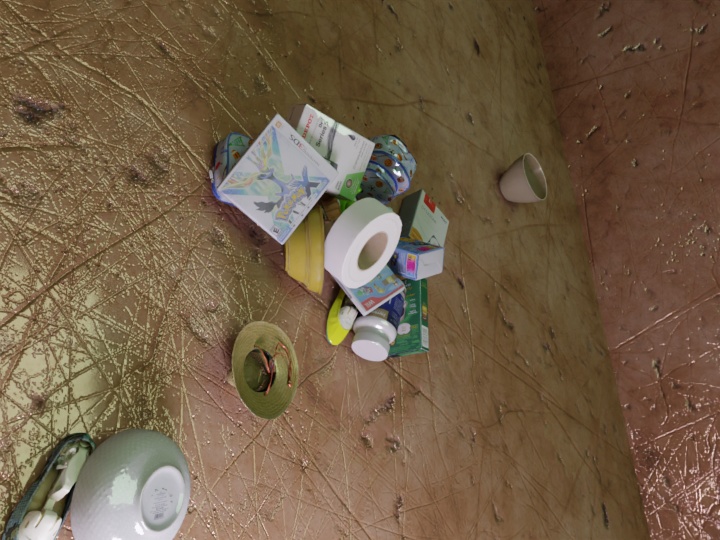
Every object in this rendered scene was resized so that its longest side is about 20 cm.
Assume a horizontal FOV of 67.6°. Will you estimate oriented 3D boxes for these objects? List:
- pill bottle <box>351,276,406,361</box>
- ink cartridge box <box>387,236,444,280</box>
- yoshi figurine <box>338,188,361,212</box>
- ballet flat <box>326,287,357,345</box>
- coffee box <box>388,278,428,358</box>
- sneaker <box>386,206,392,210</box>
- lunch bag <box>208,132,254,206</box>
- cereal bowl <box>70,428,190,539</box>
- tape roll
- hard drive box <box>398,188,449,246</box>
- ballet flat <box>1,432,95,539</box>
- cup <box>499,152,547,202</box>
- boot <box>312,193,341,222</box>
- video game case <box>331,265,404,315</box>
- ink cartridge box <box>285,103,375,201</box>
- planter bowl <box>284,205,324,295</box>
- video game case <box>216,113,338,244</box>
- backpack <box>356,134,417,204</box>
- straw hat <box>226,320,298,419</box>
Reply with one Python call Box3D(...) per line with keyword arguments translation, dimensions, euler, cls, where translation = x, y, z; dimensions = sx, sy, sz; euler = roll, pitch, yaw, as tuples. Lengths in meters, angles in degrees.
Box3D(translation=(0.045, 0.118, 1.364), dimensions=(0.115, 0.115, 0.203), euler=(40, 48, -30), cls="pill bottle")
Box3D(translation=(0.111, -0.042, 1.471), dimensions=(0.135, 0.197, 0.078), euler=(-13, 112, -49), cls="ink cartridge box")
Box3D(translation=(-0.045, -0.214, 1.415), dimensions=(0.200, 0.111, 0.113), euler=(48, 29, -21), cls="yoshi figurine")
Box3D(translation=(-0.031, 0.087, 1.328), dimensions=(0.067, 0.066, 0.203), euler=(42, 48, -29), cls="ballet flat")
Box3D(translation=(0.124, 0.123, 1.442), dimensions=(0.044, 0.121, 0.204), euler=(24, 58, -45), cls="coffee box")
Box3D(translation=(0.003, -0.105, 1.342), dimensions=(0.199, 0.082, 0.074), euler=(-37, 73, -30), cls="sneaker")
Box3D(translation=(-0.243, -0.205, 1.206), dimensions=(0.198, 0.075, 0.164), euler=(16, 65, -45), cls="lunch bag")
Box3D(translation=(-0.333, 0.348, 0.830), dimensions=(0.199, 0.082, 0.205), euler=(-8, 90, -67), cls="cereal bowl")
Box3D(translation=(0.006, -0.062, 1.237), dimensions=(0.070, 0.205, 0.201), euler=(36, 31, 28), cls="tape roll")
Box3D(translation=(0.184, -0.118, 1.646), dimensions=(0.156, 0.076, 0.203), euler=(43, 47, -29), cls="hard drive box")
Box3D(translation=(-0.443, 0.329, 0.770), dimensions=(0.074, 0.073, 0.203), euler=(36, 51, -33), cls="ballet flat")
Box3D(translation=(0.661, -0.362, 2.228), dimensions=(0.198, 0.142, 0.204), euler=(22, 58, -42), cls="cup")
Box3D(translation=(-0.078, -0.202, 1.325), dimensions=(0.198, 0.077, 0.157), euler=(-31, 99, -11), cls="boot")
Box3D(translation=(0.000, 0.000, 1.338), dimensions=(0.142, 0.018, 0.201), euler=(-29, 73, -34), cls="video game case")
Box3D(translation=(-0.085, -0.265, 1.224), dimensions=(0.197, 0.084, 0.148), euler=(21, 91, -33), cls="ink cartridge box")
Box3D(translation=(-0.132, -0.045, 1.224), dimensions=(0.082, 0.201, 0.205), euler=(0, 71, -10), cls="planter bowl")
Box3D(translation=(-0.171, -0.189, 1.134), dimensions=(0.182, 0.022, 0.201), euler=(40, 87, -23), cls="video game case")
Box3D(translation=(0.051, -0.275, 1.473), dimensions=(0.199, 0.188, 0.156), euler=(38, 50, -33), cls="backpack")
Box3D(translation=(-0.213, 0.202, 1.066), dimensions=(0.200, 0.084, 0.205), euler=(37, 45, -49), cls="straw hat")
